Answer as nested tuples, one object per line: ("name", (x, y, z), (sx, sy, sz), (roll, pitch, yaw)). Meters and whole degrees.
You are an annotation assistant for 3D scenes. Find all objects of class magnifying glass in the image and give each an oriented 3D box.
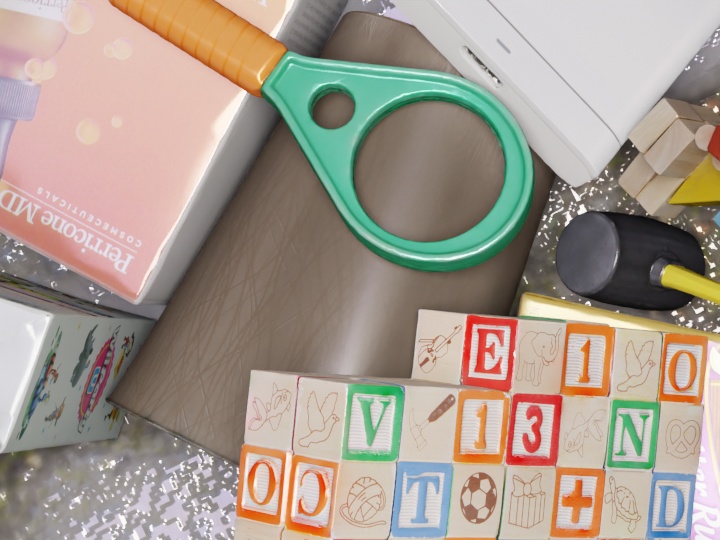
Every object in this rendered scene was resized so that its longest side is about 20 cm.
("magnifying glass", (-0.018, -0.070, 1.001), (0.200, 0.022, 0.080), (33, 82, 15))

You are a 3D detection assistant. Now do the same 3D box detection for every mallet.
("mallet", (0.160, 0.015, 1.013), (0.066, 0.200, 0.041), (11, 98, -35))

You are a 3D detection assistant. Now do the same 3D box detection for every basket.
("basket", (0.000, 0.000, 1.061), (0.180, 0.136, 0.200), (19, 82, 49))

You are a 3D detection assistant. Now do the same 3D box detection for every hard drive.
("hard drive", (0.106, -0.150, 1.038), (0.132, 0.027, 0.200), (45, 62, -9))

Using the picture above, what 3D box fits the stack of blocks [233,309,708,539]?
("stack of blocks", (0.048, 0.075, 0.971), (0.059, 0.200, 0.115), (5, 90, 49))

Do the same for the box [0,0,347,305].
("box", (-0.106, -0.105, 1.090), (0.152, 0.106, 0.200), (27, 92, 7))

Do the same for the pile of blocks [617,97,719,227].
("pile of blocks", (0.186, -0.039, 0.960), (0.200, 0.062, 0.082), (-9, 83, 35))

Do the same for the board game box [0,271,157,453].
("board game box", (-0.184, 0.027, 1.051), (0.147, 0.200, 0.064), (18, 92, 8))

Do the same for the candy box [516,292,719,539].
("candy box", (0.157, 0.087, 1.078), (0.200, 0.056, 0.117), (12, 90, 6))
